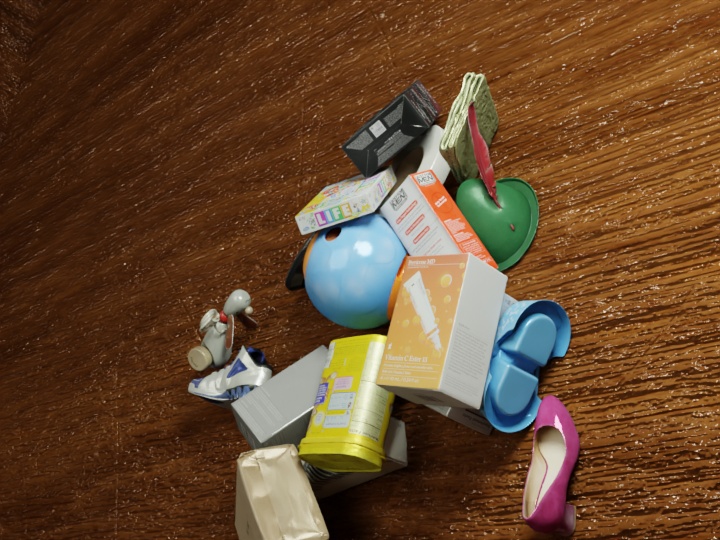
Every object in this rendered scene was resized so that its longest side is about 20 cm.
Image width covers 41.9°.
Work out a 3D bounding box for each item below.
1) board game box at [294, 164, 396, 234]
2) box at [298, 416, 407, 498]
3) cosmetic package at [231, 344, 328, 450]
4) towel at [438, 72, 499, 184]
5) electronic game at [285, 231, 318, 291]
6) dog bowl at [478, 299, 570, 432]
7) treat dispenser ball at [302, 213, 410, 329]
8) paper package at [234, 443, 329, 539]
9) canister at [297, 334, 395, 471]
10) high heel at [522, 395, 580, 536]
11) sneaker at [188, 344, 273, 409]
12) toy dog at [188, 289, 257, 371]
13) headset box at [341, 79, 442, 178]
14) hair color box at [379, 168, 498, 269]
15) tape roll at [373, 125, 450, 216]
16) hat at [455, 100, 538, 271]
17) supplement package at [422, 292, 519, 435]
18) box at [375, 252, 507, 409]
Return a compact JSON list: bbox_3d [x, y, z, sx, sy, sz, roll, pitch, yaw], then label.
[{"bbox_3d":[-0.021,-0.124,1.625,0.134,0.034,0.200,-17,15,18],"label":"board game box"},{"bbox_3d":[-0.018,0.310,1.565,0.199,0.068,0.083,-31,48,33],"label":"box"},{"bbox_3d":[-0.108,0.230,1.611,0.199,0.091,0.107,-28,49,-20],"label":"cosmetic package"},{"bbox_3d":[0.181,-0.232,1.573,0.036,0.200,0.149,21,83,22],"label":"towel"},{"bbox_3d":[-0.076,-0.045,1.762,0.042,0.200,0.201,35,98,7],"label":"electronic game"},{"bbox_3d":[0.230,0.134,1.372,0.049,0.111,0.201,18,82,59],"label":"dog bowl"},{"bbox_3d":[0.000,0.000,1.619,0.200,0.200,0.202,-24,52,36],"label":"treat dispenser ball"},{"bbox_3d":[-0.130,0.416,1.511,0.201,0.103,0.191,100,152,-44],"label":"paper package"},{"bbox_3d":[-0.010,0.210,1.498,0.148,0.086,0.201,-12,55,44],"label":"canister"},{"bbox_3d":[0.249,0.259,1.288,0.067,0.096,0.201,-17,57,40],"label":"high heel"},{"bbox_3d":[-0.239,0.209,1.861,0.198,0.080,0.116,-4,62,38],"label":"sneaker"},{"bbox_3d":[-0.266,0.141,1.901,0.132,0.096,0.200,-44,-10,-40],"label":"toy dog"},{"bbox_3d":[0.061,-0.261,1.700,0.149,0.077,0.200,-37,7,20],"label":"headset box"},{"bbox_3d":[0.126,-0.054,1.536,0.201,0.061,0.102,57,137,13],"label":"hair color box"},{"bbox_3d":[0.095,-0.168,1.693,0.203,0.037,0.203,-47,24,28],"label":"tape roll"},{"bbox_3d":[0.174,-0.118,1.517,0.165,0.176,0.201,-25,52,33],"label":"hat"},{"bbox_3d":[0.169,0.129,1.436,0.113,0.109,0.201,22,85,50],"label":"supplement package"},{"bbox_3d":[0.118,0.087,1.353,0.124,0.097,0.201,-3,66,46],"label":"box"}]
